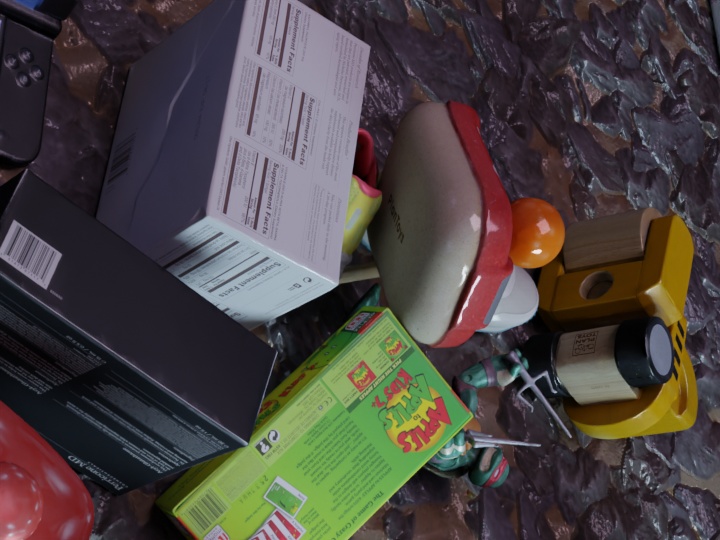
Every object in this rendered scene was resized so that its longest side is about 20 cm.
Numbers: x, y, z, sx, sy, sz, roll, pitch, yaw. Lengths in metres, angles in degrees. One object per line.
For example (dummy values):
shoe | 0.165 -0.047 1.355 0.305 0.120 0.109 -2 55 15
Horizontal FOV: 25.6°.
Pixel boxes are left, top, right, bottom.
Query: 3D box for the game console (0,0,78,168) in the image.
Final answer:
game console | -0.260 -0.187 1.011 0.200 0.119 0.173 22 57 -36

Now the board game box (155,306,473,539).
board game box | -0.030 0.128 1.079 0.200 0.048 0.102 -43 105 -16

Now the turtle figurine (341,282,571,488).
turtle figurine | 0.062 0.106 1.209 0.200 0.101 0.150 37 29 -5

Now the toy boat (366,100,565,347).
toy boat | 0.085 -0.034 1.139 0.130 0.131 0.200 9 34 -18

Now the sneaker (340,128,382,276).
sneaker | -0.023 -0.077 1.181 0.078 0.090 0.200 25 25 -30

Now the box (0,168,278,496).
box | -0.174 0.045 0.972 0.200 0.141 0.079 39 46 -26

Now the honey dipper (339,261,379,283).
honey dipper | 0.000 0.000 1.193 0.200 0.038 0.038 -10 78 -26

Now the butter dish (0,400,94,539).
butter dish | -0.227 0.142 0.869 0.200 0.148 0.200 46 45 -19

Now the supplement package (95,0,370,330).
supplement package | -0.092 -0.071 1.096 0.111 0.156 0.200 28 53 -30

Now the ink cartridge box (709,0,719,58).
ink cartridge box | 0.474 -0.321 1.782 0.083 0.146 0.200 16 61 -41

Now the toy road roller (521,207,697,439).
toy road roller | 0.234 0.059 1.394 0.146 0.123 0.200 50 43 -37

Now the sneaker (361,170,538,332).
sneaker | 0.083 -0.016 1.301 0.200 0.081 0.077 35 49 -31
